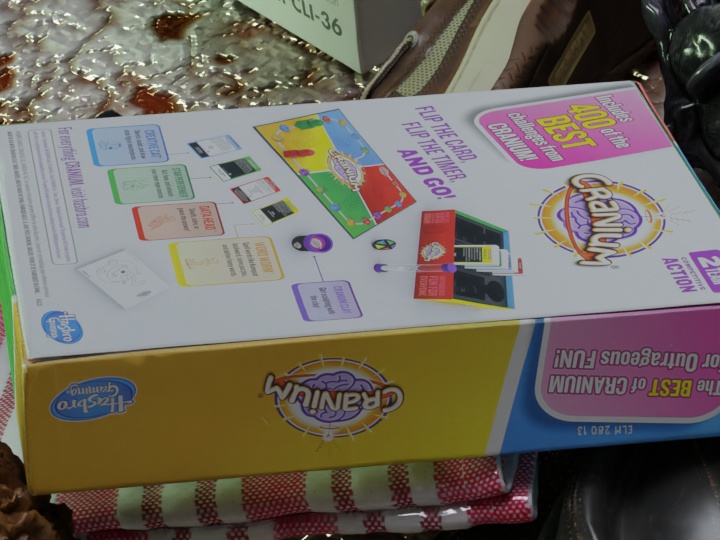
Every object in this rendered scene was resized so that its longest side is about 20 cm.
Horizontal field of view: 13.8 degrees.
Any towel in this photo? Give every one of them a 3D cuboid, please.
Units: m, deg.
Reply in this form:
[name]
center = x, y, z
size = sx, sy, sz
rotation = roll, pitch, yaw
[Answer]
[towel]
center = -0.042, 0.042, 0.866
size = 0.199, 0.030, 0.146
rotation = -7, 26, 11

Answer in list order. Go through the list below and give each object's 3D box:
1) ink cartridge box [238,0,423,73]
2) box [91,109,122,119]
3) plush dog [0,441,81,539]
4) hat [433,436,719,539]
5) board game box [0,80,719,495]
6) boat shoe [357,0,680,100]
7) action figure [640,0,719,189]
[ink cartridge box]
center = 0.008, -0.146, 1.153
size = 0.200, 0.068, 0.116
rotation = -28, 40, -27
[box]
center = -0.079, 0.024, 0.966
size = 0.143, 0.036, 0.200
rotation = -31, 40, -27
[plush dog]
center = -0.136, 0.114, 0.736
size = 0.171, 0.201, 0.160
rotation = 7, -13, -22
[hat]
center = 0.091, 0.078, 0.820
size = 0.200, 0.081, 0.201
rotation = -6, 36, 5
[board game box]
center = 0.000, 0.000, 0.831
size = 0.199, 0.040, 0.153
rotation = -4, 27, -8
[boat shoe]
center = 0.055, -0.093, 1.069
size = 0.075, 0.075, 0.202
rotation = 8, 39, 30
[action figure]
center = 0.173, -0.077, 1.000
size = 0.200, 0.102, 0.119
rotation = -34, 56, 26
